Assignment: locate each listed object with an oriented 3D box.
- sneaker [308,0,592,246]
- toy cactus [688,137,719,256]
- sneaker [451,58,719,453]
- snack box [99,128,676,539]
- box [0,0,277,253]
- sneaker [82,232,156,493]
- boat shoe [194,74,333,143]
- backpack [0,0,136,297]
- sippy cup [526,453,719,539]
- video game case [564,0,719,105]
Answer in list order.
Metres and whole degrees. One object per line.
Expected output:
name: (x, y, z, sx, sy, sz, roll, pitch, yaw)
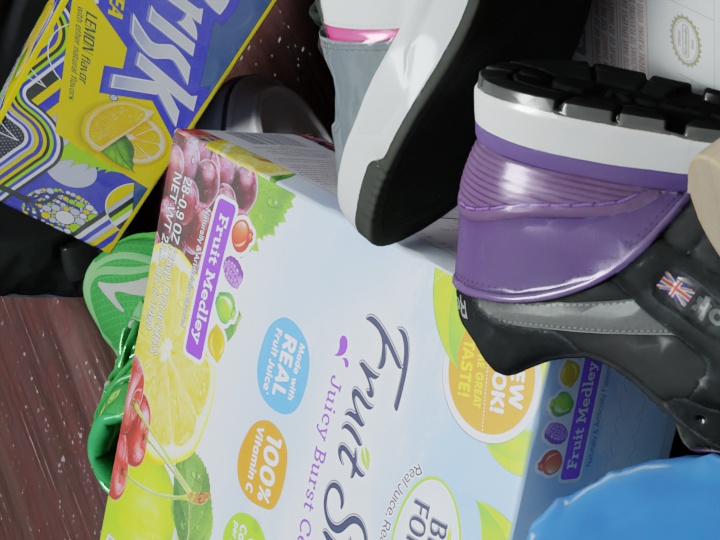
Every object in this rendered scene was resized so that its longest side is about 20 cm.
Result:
sneaker: (0.000, -0.107, 0.617, 0.121, 0.084, 0.200, 45, 142, 25)
toy cactus: (0.152, -0.049, 0.495, 0.200, 0.165, 0.102, 55, 164, 37)
sneaker: (0.120, 0.009, 0.572, 0.200, 0.076, 0.088, 15, 108, 21)
snack box: (0.002, 0.061, 0.725, 0.200, 0.068, 0.169, 27, 111, 46)
box: (-0.079, -0.095, 0.841, 0.200, 0.070, 0.064, -51, 18, 45)
sneaker: (-0.077, 0.050, 0.932, 0.200, 0.084, 0.074, 54, 134, 44)
boat shoe: (0.000, 0.000, 0.835, 0.065, 0.074, 0.200, -45, 60, 37)
backpack: (-0.197, -0.088, 1.069, 0.200, 0.147, 0.183, 20, 103, 61)
sippy cup: (0.095, 0.110, 0.562, 0.140, 0.130, 0.178, 38, 86, 35)
video game case: (0.060, -0.083, 0.673, 0.181, 0.036, 0.200, 37, 145, 44)
